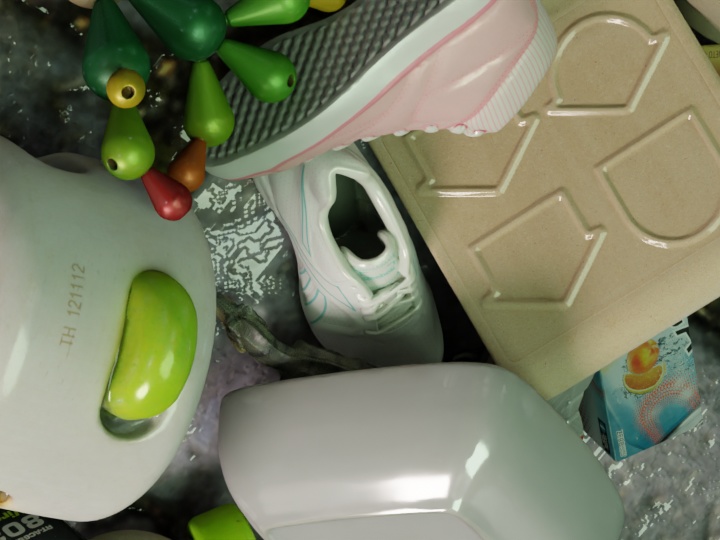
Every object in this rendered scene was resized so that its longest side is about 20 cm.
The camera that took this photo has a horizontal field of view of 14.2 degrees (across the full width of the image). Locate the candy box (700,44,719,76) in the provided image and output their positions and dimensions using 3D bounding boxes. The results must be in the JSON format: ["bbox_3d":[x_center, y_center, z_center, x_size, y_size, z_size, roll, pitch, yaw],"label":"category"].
[{"bbox_3d":[0.268,-0.068,1.603,0.056,0.199,0.117,35,55,-67],"label":"candy box"}]

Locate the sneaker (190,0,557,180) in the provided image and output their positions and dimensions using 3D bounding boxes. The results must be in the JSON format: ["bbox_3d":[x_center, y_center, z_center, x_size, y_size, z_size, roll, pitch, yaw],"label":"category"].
[{"bbox_3d":[0.015,-0.091,1.518,0.200,0.076,0.105,-33,135,12],"label":"sneaker"}]

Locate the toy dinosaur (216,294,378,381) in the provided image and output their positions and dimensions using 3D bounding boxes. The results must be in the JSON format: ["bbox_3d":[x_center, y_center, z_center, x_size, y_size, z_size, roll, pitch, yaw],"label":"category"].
[{"bbox_3d":[0.001,0.074,1.631,0.199,0.048,0.088,19,151,-5],"label":"toy dinosaur"}]

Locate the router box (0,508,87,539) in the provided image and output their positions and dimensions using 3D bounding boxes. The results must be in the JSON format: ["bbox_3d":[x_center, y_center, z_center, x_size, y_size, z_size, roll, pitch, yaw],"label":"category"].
[{"bbox_3d":[-0.246,0.179,1.503,0.199,0.150,0.062,-25,128,-27],"label":"router box"}]

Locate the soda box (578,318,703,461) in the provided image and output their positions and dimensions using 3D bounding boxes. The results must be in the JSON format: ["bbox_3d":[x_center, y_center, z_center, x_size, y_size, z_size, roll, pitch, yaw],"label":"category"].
[{"bbox_3d":[0.146,0.007,1.687,0.063,0.068,0.201,-22,122,-15],"label":"soda box"}]

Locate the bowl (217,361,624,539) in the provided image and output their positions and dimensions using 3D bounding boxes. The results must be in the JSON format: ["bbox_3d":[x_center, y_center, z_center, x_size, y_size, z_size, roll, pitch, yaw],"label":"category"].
[{"bbox_3d":[0.031,0.135,1.615,0.199,0.075,0.200,-7,146,27],"label":"bowl"}]

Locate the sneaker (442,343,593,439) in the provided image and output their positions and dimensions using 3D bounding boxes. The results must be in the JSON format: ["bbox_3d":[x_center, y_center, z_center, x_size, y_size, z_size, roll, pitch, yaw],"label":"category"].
[{"bbox_3d":[0.083,0.083,1.705,0.077,0.082,0.200,-34,152,-40],"label":"sneaker"}]

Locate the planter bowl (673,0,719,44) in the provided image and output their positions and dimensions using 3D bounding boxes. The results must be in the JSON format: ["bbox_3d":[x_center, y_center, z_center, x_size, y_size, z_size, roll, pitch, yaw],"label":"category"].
[{"bbox_3d":[0.232,-0.200,1.561,0.199,0.201,0.135,-13,139,-21],"label":"planter bowl"}]

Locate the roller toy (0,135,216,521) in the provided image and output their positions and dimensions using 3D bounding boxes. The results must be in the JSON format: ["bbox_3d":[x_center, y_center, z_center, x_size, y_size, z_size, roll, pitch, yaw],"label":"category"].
[{"bbox_3d":[-0.175,0.029,1.464,0.139,0.183,0.200,14,132,-34],"label":"roller toy"}]

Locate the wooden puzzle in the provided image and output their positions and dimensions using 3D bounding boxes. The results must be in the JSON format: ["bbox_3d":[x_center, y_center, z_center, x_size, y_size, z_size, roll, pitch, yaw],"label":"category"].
[{"bbox_3d":[0.119,-0.056,1.582,0.185,0.046,0.201,-32,85,13],"label":"wooden puzzle"}]

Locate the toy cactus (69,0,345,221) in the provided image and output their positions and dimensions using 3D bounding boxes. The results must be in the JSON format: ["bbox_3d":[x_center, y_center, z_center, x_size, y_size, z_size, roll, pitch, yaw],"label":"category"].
[{"bbox_3d":[-0.102,-0.135,1.453,0.165,0.102,0.200,33,65,-8],"label":"toy cactus"}]

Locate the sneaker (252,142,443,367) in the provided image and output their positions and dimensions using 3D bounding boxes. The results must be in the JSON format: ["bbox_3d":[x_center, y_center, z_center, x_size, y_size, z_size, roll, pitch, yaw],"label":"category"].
[{"bbox_3d":[0.000,0.000,1.603,0.070,0.080,0.201,-35,127,-9],"label":"sneaker"}]

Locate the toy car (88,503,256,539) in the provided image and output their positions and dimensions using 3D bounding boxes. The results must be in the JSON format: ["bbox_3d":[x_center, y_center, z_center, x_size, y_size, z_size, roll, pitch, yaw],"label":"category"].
[{"bbox_3d":[-0.116,0.253,1.669,0.164,0.158,0.200,-22,152,-11],"label":"toy car"}]
